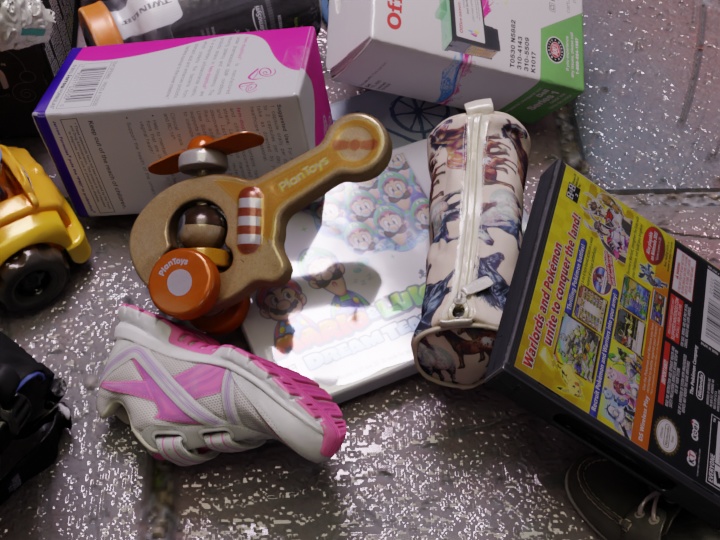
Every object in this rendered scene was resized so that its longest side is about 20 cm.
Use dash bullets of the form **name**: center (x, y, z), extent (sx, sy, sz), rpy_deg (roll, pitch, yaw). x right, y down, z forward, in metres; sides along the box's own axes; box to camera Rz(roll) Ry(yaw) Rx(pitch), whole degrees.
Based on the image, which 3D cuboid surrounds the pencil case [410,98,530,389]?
- **pencil case**: center (0.080, -0.022, 0.676), extent (0.078, 0.089, 0.200), rpy_deg (6, 58, 2)

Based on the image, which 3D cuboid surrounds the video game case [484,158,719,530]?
- **video game case**: center (0.180, 0.040, 0.633), extent (0.181, 0.026, 0.200), rpy_deg (33, 48, -10)

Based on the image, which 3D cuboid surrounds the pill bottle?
- **pill bottle**: center (-0.143, -0.226, 0.848), extent (0.200, 0.106, 0.106), rpy_deg (-23, 59, -17)

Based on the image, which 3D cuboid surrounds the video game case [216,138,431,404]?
- **video game case**: center (0.000, 0.000, 0.725), extent (0.200, 0.024, 0.182), rpy_deg (-20, 62, -12)

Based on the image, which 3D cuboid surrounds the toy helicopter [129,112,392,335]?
- **toy helicopter**: center (-0.072, -0.054, 0.668), extent (0.200, 0.079, 0.132), rpy_deg (-30, 72, 4)

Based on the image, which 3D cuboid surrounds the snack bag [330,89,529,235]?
- **snack bag**: center (0.026, -0.071, 0.797), extent (0.188, 0.021, 0.200), rpy_deg (-22, 61, -15)

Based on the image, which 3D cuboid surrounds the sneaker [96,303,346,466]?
- **sneaker**: center (-0.097, 0.093, 0.636), extent (0.200, 0.081, 0.088), rpy_deg (17, 81, 35)

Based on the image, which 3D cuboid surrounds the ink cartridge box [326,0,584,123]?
- **ink cartridge box**: center (0.081, -0.219, 0.798), extent (0.200, 0.084, 0.145), rpy_deg (8, 76, -23)

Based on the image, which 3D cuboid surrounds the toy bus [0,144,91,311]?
- **toy bus**: center (-0.312, -0.048, 0.668), extent (0.200, 0.192, 0.136), rpy_deg (-30, 59, -23)

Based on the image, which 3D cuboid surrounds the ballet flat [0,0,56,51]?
- **ballet flat**: center (-0.294, -0.232, 0.730), extent (0.072, 0.072, 0.200), rpy_deg (-28, 64, -20)

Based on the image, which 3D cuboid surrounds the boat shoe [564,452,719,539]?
- **boat shoe**: center (0.223, 0.175, 0.607), extent (0.200, 0.057, 0.067), rpy_deg (36, 62, 21)

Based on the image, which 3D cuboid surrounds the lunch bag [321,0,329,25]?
- **lunch bag**: center (-0.010, -0.344, 0.877), extent (0.094, 0.200, 0.151), rpy_deg (-19, 58, -14)

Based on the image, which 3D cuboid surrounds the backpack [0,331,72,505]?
- **backpack**: center (-0.286, 0.102, 0.563), extent (0.154, 0.200, 0.191), rpy_deg (38, 76, 1)

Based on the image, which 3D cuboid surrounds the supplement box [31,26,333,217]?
- **supplement box**: center (-0.129, -0.115, 0.744), extent (0.200, 0.103, 0.101), rpy_deg (-3, 42, 11)

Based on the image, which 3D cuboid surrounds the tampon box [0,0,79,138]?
- **tampon box**: center (-0.334, -0.228, 0.831), extent (0.150, 0.126, 0.200), rpy_deg (-5, 55, -5)
